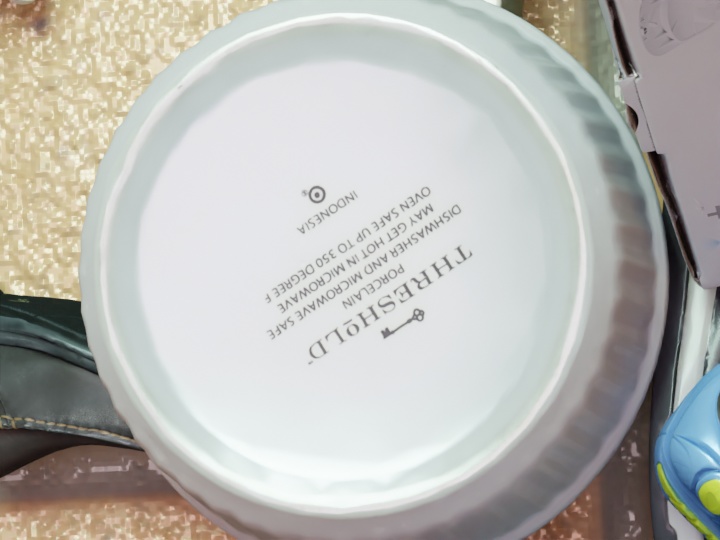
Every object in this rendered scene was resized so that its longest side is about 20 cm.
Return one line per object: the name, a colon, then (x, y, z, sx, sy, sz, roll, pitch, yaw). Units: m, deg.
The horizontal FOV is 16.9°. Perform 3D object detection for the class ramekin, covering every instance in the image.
ramekin: (0.000, 0.000, 0.790, 0.201, 0.094, 0.204, -1, 86, 9)

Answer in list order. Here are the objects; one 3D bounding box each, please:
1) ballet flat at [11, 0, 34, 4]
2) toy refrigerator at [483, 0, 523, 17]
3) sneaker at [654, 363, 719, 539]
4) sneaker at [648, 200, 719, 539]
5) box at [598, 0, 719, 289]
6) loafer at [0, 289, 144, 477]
ballet flat: (-0.161, -0.108, 0.922, 0.067, 0.068, 0.200, 37, 98, -10)
toy refrigerator: (0.020, -0.084, 0.879, 0.070, 0.076, 0.201, 6, 88, 9)
sneaker: (0.187, 0.095, 0.814, 0.199, 0.071, 0.083, 41, 80, -17)
sneaker: (0.145, 0.030, 0.854, 0.082, 0.072, 0.201, 3, 86, 8)
box: (0.112, -0.126, 0.776, 0.096, 0.200, 0.177, -17, 52, 7)
loafer: (-0.125, 0.044, 0.900, 0.199, 0.073, 0.073, 19, 98, 19)
